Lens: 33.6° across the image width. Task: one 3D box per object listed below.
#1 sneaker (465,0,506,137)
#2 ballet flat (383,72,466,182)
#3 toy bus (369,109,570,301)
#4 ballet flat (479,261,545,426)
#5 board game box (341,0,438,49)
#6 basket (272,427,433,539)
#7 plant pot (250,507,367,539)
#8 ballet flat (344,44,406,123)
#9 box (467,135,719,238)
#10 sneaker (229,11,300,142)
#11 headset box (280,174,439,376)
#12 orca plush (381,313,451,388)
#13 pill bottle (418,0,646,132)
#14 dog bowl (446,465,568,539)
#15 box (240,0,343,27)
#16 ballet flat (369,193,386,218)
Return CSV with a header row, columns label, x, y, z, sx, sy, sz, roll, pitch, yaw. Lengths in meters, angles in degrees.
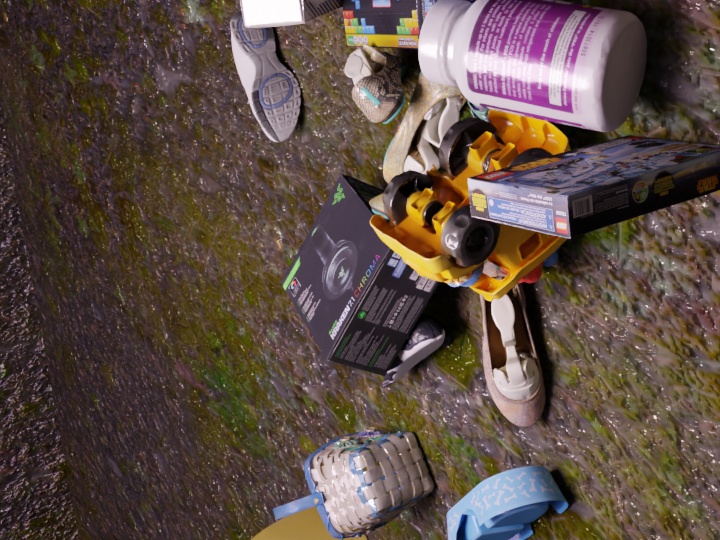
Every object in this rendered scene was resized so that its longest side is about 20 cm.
label,x,y,z,sx,sy,sz,roll,pitch,yaw
sneaker,0.126,-0.202,1.273,0.074,0.087,0.201,37,135,47
ballet flat,0.077,-0.156,1.391,0.071,0.070,0.201,55,144,29
toy bus,0.135,-0.040,1.244,0.136,0.200,0.192,36,161,46
ballet flat,0.169,0.088,1.360,0.067,0.068,0.201,-62,-43,-83
board game box,0.045,-0.343,1.375,0.200,0.056,0.166,17,121,57
basket,-0.007,0.305,1.696,0.200,0.176,0.140,-34,76,41
plant pot,-0.105,0.527,1.952,0.194,0.199,0.197,14,116,58
ballet flat,0.016,-0.226,1.388,0.075,0.068,0.200,40,-163,-12
box,0.215,-0.079,1.066,0.137,0.199,0.040,19,121,56
sneaker,-0.139,-0.277,1.738,0.087,0.074,0.201,125,130,-69
headset box,0.000,0.000,1.498,0.175,0.092,0.200,-60,34,18
orca plush,0.058,0.087,1.544,0.200,0.105,0.071,89,156,-75
pill bottle,0.159,-0.203,1.129,0.199,0.112,0.113,17,122,30
dog bowl,0.171,0.291,1.442,0.200,0.111,0.050,123,138,-55
box,-0.072,-0.342,1.433,0.082,0.200,0.069,0,110,20
ballet flat,0.099,-0.071,1.386,0.199,0.071,0.071,25,128,33
